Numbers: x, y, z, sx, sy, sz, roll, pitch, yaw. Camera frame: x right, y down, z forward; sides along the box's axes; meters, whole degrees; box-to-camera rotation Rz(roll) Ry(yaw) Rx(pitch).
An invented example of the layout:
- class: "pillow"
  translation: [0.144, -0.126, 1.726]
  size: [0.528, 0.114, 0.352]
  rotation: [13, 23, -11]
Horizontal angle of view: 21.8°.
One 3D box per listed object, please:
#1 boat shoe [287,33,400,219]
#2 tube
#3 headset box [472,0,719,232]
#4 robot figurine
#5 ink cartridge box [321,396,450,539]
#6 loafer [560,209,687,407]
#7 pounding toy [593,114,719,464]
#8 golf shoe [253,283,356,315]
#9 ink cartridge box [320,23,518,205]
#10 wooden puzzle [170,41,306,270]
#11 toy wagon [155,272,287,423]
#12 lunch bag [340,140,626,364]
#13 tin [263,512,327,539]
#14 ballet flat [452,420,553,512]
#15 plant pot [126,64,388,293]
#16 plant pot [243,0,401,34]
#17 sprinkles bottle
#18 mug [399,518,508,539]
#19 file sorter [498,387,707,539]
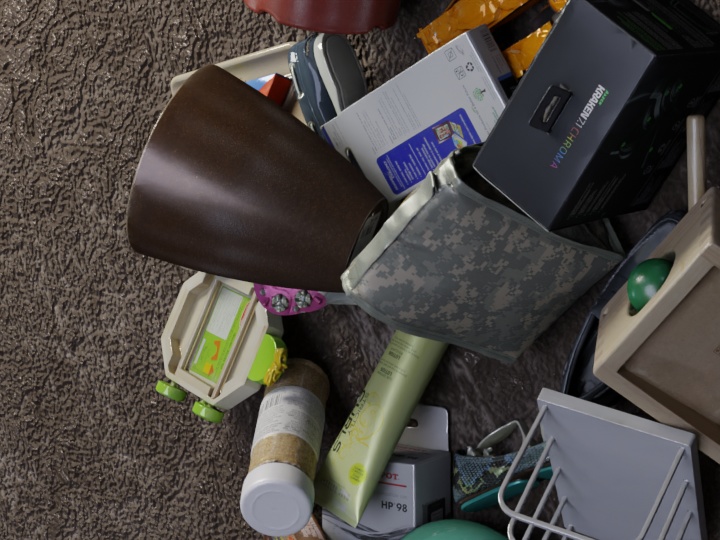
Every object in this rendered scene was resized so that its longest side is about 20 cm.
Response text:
- class: "boat shoe"
  translation: [-0.020, -0.126, 1.780]
  size: [0.061, 0.075, 0.202]
  rotation: [-15, 98, 39]
- class: "tube"
  translation: [0.018, 0.139, 1.762]
  size: [0.052, 0.058, 0.201]
  rotation: [29, 88, -4]
- class: "headset box"
  translation: [0.205, -0.134, 1.544]
  size: [0.093, 0.199, 0.175]
  rotation: [42, 119, 22]
- class: "robot figurine"
  translation: [0.148, -0.218, 1.660]
  size: [0.199, 0.058, 0.146]
  rotation: [-30, 80, 36]
- class: "ink cartridge box"
  translation: [0.024, 0.231, 1.812]
  size: [0.115, 0.066, 0.203]
  rotation: [5, 100, 36]
- class: "loafer"
  translation: [0.236, 0.039, 1.628]
  size: [0.068, 0.070, 0.202]
  rotation: [39, 117, 26]
- class: "pounding toy"
  translation: [0.293, 0.019, 1.535]
  size: [0.199, 0.143, 0.185]
  rotation: [34, 120, -8]
- class: "golf shoe"
  translation: [0.000, 0.000, 1.795]
  size: [0.198, 0.092, 0.076]
  rotation: [0, 99, 12]
- class: "ink cartridge box"
  translation: [0.059, -0.133, 1.688]
  size: [0.199, 0.039, 0.100]
  rotation: [-27, 92, 40]
- class: "wooden puzzle"
  translation: [-0.125, -0.113, 1.857]
  size: [0.184, 0.046, 0.202]
  rotation: [-11, 77, 36]
- class: "toy wagon"
  translation: [-0.129, 0.073, 1.871]
  size: [0.199, 0.039, 0.157]
  rotation: [24, 92, 47]
- class: "lunch bag"
  translation: [0.098, -0.022, 1.629]
  size: [0.164, 0.199, 0.118]
  rotation: [-46, 44, 31]
- class: "tin"
  translation: [-0.057, 0.298, 1.834]
  size: [0.200, 0.041, 0.113]
  rotation: [-127, 33, -64]
- class: "ballet flat"
  translation: [0.162, 0.164, 1.707]
  size: [0.199, 0.074, 0.075]
  rotation: [-22, 85, 33]
- class: "plant pot"
  translation: [-0.082, -0.063, 1.704]
  size: [0.198, 0.187, 0.189]
  rotation: [24, 111, 14]
- class: "plant pot"
  translation: [-0.024, -0.330, 1.696]
  size: [0.200, 0.200, 0.197]
  rotation: [25, 119, 30]
- class: "sprinkles bottle"
  translation: [-0.070, 0.166, 1.791]
  size: [0.067, 0.201, 0.069]
  rotation: [2, 122, 4]
- class: "mug"
  translation: [0.108, 0.307, 1.703]
  size: [0.183, 0.114, 0.154]
  rotation: [-2, 89, -7]
- class: "file sorter"
  translation: [0.204, 0.223, 1.579]
  size: [0.138, 0.125, 0.201]
  rotation: [15, 145, 26]
